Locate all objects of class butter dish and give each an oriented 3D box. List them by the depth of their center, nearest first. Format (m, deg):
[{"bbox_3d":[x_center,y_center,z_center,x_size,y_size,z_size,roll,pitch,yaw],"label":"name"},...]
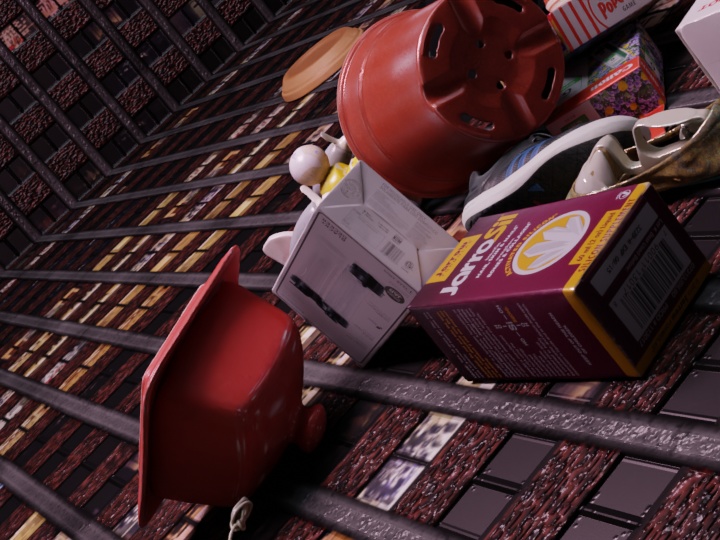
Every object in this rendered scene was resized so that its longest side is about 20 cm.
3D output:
[{"bbox_3d":[-0.101,0.118,1.112,0.200,0.147,0.200,-64,-11,-48],"label":"butter dish"}]

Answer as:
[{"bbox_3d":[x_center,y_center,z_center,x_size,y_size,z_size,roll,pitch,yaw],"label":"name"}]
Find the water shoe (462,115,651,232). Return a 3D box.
[{"bbox_3d":[0.169,-0.100,1.150,0.199,0.071,0.079,-29,41,33],"label":"water shoe"}]

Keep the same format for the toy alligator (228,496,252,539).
[{"bbox_3d":[-0.109,0.252,0.951,0.054,0.060,0.200,17,44,17],"label":"toy alligator"}]

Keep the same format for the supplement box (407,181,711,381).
[{"bbox_3d":[0.142,0.014,0.943,0.110,0.086,0.200,-50,20,-26],"label":"supplement box"}]

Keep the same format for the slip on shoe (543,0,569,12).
[{"bbox_3d":[0.231,-0.319,1.417,0.074,0.061,0.200,-33,-2,18],"label":"slip on shoe"}]

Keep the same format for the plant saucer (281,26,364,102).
[{"bbox_3d":[-0.076,-0.398,2.411,0.200,0.038,0.200,-36,18,14],"label":"plant saucer"}]

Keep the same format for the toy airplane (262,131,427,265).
[{"bbox_3d":[-0.036,-0.074,1.413,0.199,0.141,0.200,-48,20,-20],"label":"toy airplane"}]

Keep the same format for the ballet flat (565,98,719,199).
[{"bbox_3d":[0.230,-0.089,1.042,0.199,0.071,0.071,-22,26,45],"label":"ballet flat"}]

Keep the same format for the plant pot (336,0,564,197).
[{"bbox_3d":[0.095,-0.184,1.257,0.201,0.201,0.195,-45,8,-13],"label":"plant pot"}]

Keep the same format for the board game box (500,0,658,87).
[{"bbox_3d":[0.235,-0.257,1.333,0.151,0.046,0.200,-32,1,-12],"label":"board game box"}]

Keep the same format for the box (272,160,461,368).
[{"bbox_3d":[0.000,0.000,1.106,0.060,0.116,0.200,-49,-4,-26],"label":"box"}]

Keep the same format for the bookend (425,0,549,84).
[{"bbox_3d":[0.178,-0.334,1.515,0.199,0.092,0.200,-44,-16,-7],"label":"bookend"}]

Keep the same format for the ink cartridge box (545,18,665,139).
[{"bbox_3d":[0.235,-0.164,1.227,0.109,0.050,0.200,-31,19,26],"label":"ink cartridge box"}]

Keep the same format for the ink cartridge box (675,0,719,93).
[{"bbox_3d":[0.382,-0.252,1.087,0.146,0.083,0.200,-16,30,53],"label":"ink cartridge box"}]
